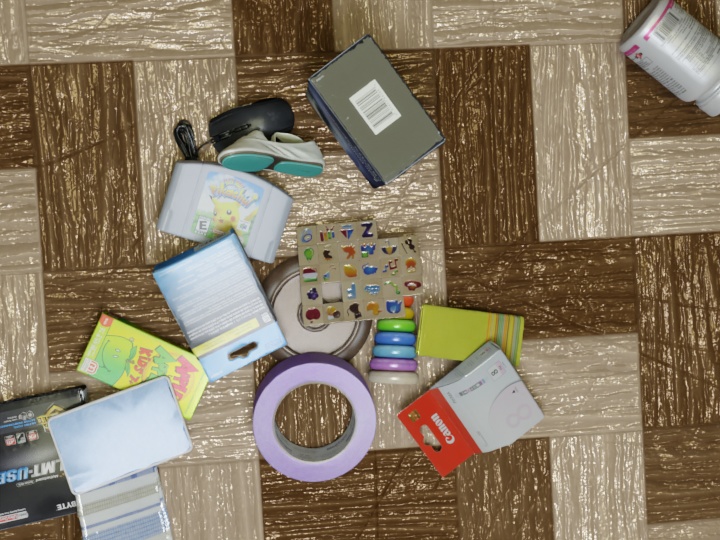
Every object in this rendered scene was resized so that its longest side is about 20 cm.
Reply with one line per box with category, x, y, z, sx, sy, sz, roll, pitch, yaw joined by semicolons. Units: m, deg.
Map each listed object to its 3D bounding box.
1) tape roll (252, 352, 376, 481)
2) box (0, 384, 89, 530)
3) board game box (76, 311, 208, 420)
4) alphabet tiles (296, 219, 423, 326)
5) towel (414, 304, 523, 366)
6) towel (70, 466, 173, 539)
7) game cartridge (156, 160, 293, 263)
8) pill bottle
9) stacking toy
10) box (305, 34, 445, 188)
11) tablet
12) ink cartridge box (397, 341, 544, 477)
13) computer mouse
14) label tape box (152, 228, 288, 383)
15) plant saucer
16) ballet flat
tape roll;-0.076;0.238;1.670;0.199;0.066;0.201;-1;100;-5
box;-0.522;0.302;1.652;0.199;0.050;0.199;-11;92;-5
board game box;-0.345;0.154;1.664;0.199;0.048;0.102;25;89;-6
alphabet tiles;0.000;0.000;1.672;0.199;0.008;0.168;-5;76;1
towel;0.183;0.108;1.702;0.199;0.018;0.087;8;87;-25
towel;-0.381;0.397;1.650;0.146;0.024;0.201;-13;94;-34
game cartridge;-0.216;-0.101;1.656;0.199;0.040;0.134;16;97;-14
pill bottle;0.542;-0.355;1.707;0.200;0.113;0.114;38;88;-6
stacking toy;0.057;0.086;1.691;0.085;0.085;0.201;2;87;-6
box;0.017;-0.241;1.614;0.123;0.198;0.200;-37;94;-1
tablet;-0.378;0.259;1.618;0.199;0.014;0.131;-20;91;-14
ink cartridge box;0.186;0.240;1.697;0.200;0.057;0.163;-39;115;-8
computer mouse;-0.196;-0.199;1.670;0.199;0.046;0.141;-15;93;-5
label tape box;-0.223;0.055;1.636;0.144;0.063;0.201;-26;104;-4
plant saucer;-0.076;0.072;1.698;0.199;0.032;0.201;0;91;-6
ballet flat;-0.146;-0.191;1.639;0.199;0.069;0.070;2;92;-39
